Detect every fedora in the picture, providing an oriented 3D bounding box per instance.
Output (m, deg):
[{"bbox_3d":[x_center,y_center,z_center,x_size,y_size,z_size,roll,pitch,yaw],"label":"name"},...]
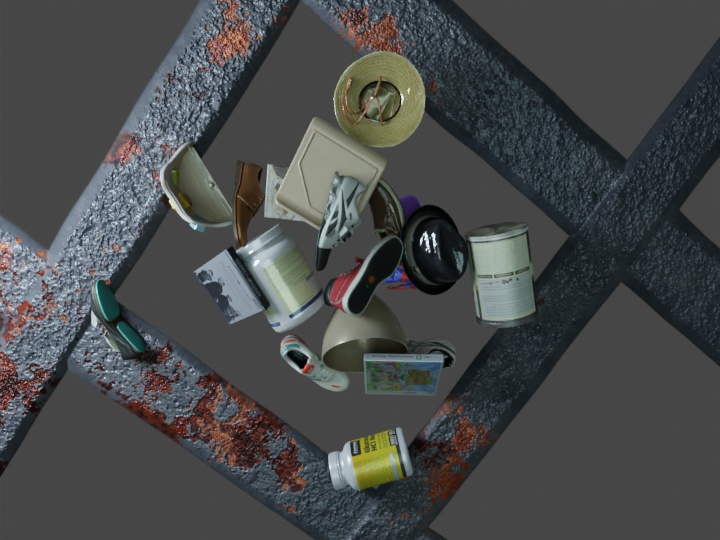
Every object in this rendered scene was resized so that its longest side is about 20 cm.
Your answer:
[{"bbox_3d":[0.180,-0.045,1.215,0.195,0.091,0.209,-2,94,-31],"label":"fedora"}]

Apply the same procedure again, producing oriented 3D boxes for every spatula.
[{"bbox_3d":[0.141,-0.076,1.269,0.055,0.021,0.205,-24,98,-2],"label":"spatula"}]

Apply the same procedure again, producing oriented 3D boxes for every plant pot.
[{"bbox_3d":[0.004,0.132,1.242,0.192,0.202,0.139,-7,60,-1],"label":"plant pot"}]

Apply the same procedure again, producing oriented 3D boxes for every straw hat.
[{"bbox_3d":[0.042,-0.365,1.184,0.193,0.085,0.209,1,100,4],"label":"straw hat"}]

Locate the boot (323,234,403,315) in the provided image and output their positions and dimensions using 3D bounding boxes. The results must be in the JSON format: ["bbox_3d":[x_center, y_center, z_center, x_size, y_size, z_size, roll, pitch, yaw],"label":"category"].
[{"bbox_3d":[0.000,0.000,1.197,0.073,0.143,0.202,46,73,-26],"label":"boot"}]

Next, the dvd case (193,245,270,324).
[{"bbox_3d":[-0.289,0.039,1.211,0.025,0.198,0.153,-39,101,-38],"label":"dvd case"}]

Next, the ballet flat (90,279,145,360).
[{"bbox_3d":[-0.581,0.124,1.267,0.067,0.068,0.204,-25,101,12],"label":"ballet flat"}]

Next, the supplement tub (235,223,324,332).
[{"bbox_3d":[-0.180,0.016,1.219,0.142,0.145,0.204,-29,101,4],"label":"supplement tub"}]

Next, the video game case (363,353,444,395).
[{"bbox_3d":[0.096,0.244,1.262,0.175,0.023,0.203,1,146,2],"label":"video game case"}]

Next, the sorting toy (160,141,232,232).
[{"bbox_3d":[-0.364,-0.158,1.160,0.105,0.180,0.204,-30,100,4],"label":"sorting toy"}]

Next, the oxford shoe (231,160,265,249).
[{"bbox_3d":[-0.245,-0.145,1.191,0.068,0.072,0.208,4,72,-8],"label":"oxford shoe"}]

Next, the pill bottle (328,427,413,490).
[{"bbox_3d":[0.024,0.465,1.331,0.193,0.113,0.116,-16,102,0],"label":"pill bottle"}]

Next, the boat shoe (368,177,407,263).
[{"bbox_3d":[0.059,-0.109,1.227,0.074,0.074,0.207,-37,103,-36],"label":"boat shoe"}]

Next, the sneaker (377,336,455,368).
[{"bbox_3d":[0.132,0.203,1.297,0.192,0.088,0.079,-8,103,1],"label":"sneaker"}]

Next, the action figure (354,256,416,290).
[{"bbox_3d":[0.080,0.010,1.279,0.192,0.052,0.068,8,100,-6],"label":"action figure"}]

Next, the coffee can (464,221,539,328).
[{"bbox_3d":[0.320,0.007,1.235,0.141,0.147,0.208,-11,102,0],"label":"coffee can"}]

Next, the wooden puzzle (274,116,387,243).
[{"bbox_3d":[-0.063,-0.190,1.160,0.181,0.037,0.205,28,94,-7],"label":"wooden puzzle"}]

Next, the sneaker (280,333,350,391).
[{"bbox_3d":[-0.110,0.234,1.290,0.198,0.094,0.071,38,98,-8],"label":"sneaker"}]

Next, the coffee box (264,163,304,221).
[{"bbox_3d":[-0.111,-0.169,1.218,0.192,0.080,0.118,5,100,-4],"label":"coffee box"}]

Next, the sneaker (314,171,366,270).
[{"bbox_3d":[-0.040,-0.090,1.119,0.086,0.074,0.207,17,96,-5],"label":"sneaker"}]
